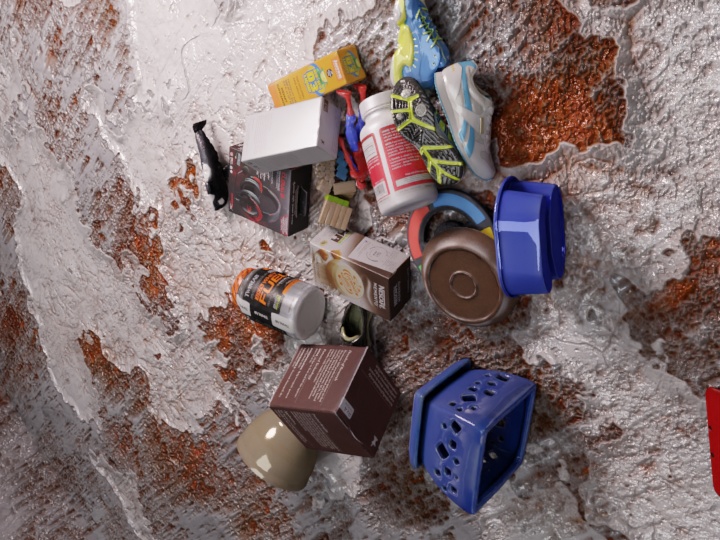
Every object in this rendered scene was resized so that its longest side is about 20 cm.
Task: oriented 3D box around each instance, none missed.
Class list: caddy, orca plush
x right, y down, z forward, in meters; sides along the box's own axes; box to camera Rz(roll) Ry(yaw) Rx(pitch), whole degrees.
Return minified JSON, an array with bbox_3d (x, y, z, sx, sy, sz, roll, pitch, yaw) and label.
[{"bbox_3d":[0.270,-0.054,1.256,0.103,0.141,0.206,3,111,31],"label":"caddy"},{"bbox_3d":[-0.323,-0.240,1.715,0.105,0.069,0.206,-131,29,-78],"label":"orca plush"}]

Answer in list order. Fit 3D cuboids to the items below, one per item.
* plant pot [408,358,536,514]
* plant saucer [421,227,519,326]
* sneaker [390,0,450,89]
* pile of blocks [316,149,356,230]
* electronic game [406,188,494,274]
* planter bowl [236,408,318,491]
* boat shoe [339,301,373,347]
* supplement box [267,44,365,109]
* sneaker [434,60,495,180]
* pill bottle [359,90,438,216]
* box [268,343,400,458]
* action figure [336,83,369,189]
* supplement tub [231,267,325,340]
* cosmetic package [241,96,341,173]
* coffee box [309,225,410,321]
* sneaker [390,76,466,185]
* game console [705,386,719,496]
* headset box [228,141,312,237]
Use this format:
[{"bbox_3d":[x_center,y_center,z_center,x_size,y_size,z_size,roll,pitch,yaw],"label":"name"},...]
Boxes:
[{"bbox_3d":[0.202,0.296,1.434,0.177,0.198,0.205,24,124,35],"label":"plant pot"},{"bbox_3d":[0.192,0.021,1.380,0.196,0.032,0.205,17,126,25],"label":"plant saucer"},{"bbox_3d":[0.110,-0.401,1.284,0.103,0.076,0.204,16,127,18],"label":"sneaker"},{"bbox_3d":[-0.055,-0.184,1.522,0.062,0.080,0.206,-138,43,-76],"label":"pile of blocks"},{"bbox_3d":[0.170,-0.052,1.402,0.196,0.041,0.205,17,120,32],"label":"electronic game"},{"bbox_3d":[-0.176,0.401,1.799,0.199,0.199,0.136,38,101,18],"label":"planter bowl"},{"bbox_3d":[-0.016,0.128,1.613,0.071,0.066,0.205,27,125,22],"label":"boat shoe"},{"bbox_3d":[-0.086,-0.363,1.452,0.197,0.068,0.068,-14,102,40],"label":"supplement box"},{"bbox_3d":[0.192,-0.249,1.274,0.079,0.077,0.204,-20,108,16],"label":"sneaker"},{"bbox_3d":[0.063,-0.210,1.359,0.111,0.111,0.205,-19,84,42],"label":"pill bottle"},{"bbox_3d":[-0.053,0.274,1.609,0.196,0.166,0.167,-2,136,38],"label":"box"},{"bbox_3d":[-0.007,-0.247,1.437,0.051,0.065,0.205,23,131,42],"label":"action figure"},{"bbox_3d":[-0.185,0.068,1.684,0.196,0.122,0.126,18,120,31],"label":"supplement tub"},{"bbox_3d":[-0.135,-0.259,1.468,0.196,0.073,0.105,-3,75,35],"label":"cosmetic package"},{"bbox_3d":[0.000,0.000,1.521,0.197,0.080,0.116,23,137,29],"label":"coffee box"},{"bbox_3d":[0.115,-0.236,1.302,0.074,0.076,0.204,-28,88,20],"label":"sneaker"},{"bbox_3d":[0.650,0.282,1.183,0.167,0.119,0.205,-10,106,8],"label":"game console"},{"bbox_3d":[-0.186,-0.173,1.609,0.197,0.074,0.152,24,122,29],"label":"headset box"}]
